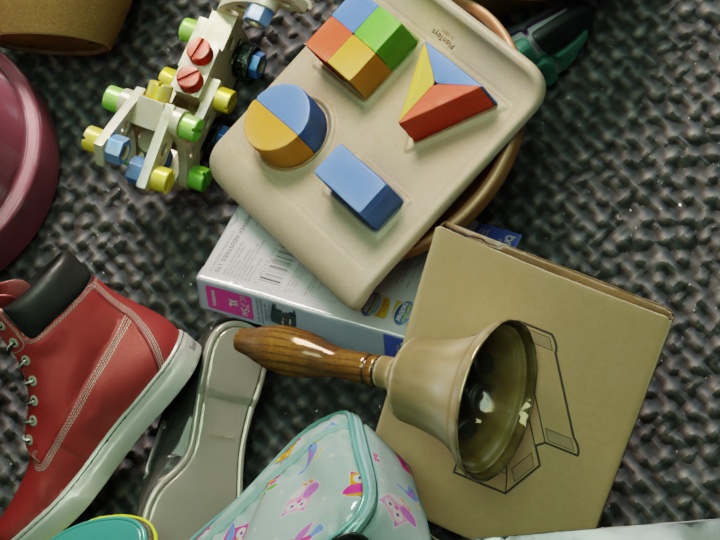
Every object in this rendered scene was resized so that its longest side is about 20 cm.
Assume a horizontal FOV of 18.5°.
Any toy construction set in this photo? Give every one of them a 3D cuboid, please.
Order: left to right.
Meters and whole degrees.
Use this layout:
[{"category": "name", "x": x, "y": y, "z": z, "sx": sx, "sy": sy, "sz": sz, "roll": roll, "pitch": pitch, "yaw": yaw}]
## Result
[{"category": "toy construction set", "x": -0.115, "y": -0.139, "z": 1.577, "sx": 0.092, "sy": 0.131, "sz": 0.200, "roll": 34, "pitch": 82, "yaw": 19}]

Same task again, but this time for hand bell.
[{"category": "hand bell", "x": 0.004, "y": 0.063, "z": 1.433, "sx": 0.199, "sy": 0.104, "sz": 0.105, "roll": 13, "pitch": 75, "yaw": 31}]

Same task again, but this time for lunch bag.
[{"category": "lunch bag", "x": -0.051, "y": 0.191, "z": 1.427, "sx": 0.200, "sy": 0.077, "sz": 0.161, "roll": -42, "pitch": 24, "yaw": 13}]

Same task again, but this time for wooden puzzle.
[{"category": "wooden puzzle", "x": 0.002, "y": -0.101, "z": 1.486, "sx": 0.200, "sy": 0.046, "sz": 0.185, "roll": -50, "pitch": 53, "yaw": 3}]

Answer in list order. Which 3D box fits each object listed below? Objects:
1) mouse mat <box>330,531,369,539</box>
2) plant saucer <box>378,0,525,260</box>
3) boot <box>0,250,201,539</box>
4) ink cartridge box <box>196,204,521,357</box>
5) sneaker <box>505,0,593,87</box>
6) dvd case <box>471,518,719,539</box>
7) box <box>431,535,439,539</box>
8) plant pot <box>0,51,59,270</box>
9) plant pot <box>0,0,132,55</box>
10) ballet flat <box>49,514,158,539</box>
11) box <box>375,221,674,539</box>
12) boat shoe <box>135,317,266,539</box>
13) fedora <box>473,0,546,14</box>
[{"category": "mouse mat", "x": 0.001, "y": 0.271, "z": 1.367, "sx": 0.161, "sy": 0.008, "sz": 0.200, "roll": -41, "pitch": 107, "yaw": 11}, {"category": "plant saucer", "x": 0.029, "y": -0.095, "z": 1.518, "sx": 0.199, "sy": 0.037, "sz": 0.201, "roll": -14, "pitch": 63, "yaw": 28}, {"category": "boot", "x": -0.223, "y": 0.089, "z": 1.514, "sx": 0.144, "sy": 0.072, "sz": 0.200, "roll": 35, "pitch": 98, "yaw": -14}, {"category": "ink cartridge box", "x": 0.000, "y": 0.000, "z": 1.535, "sx": 0.199, "sy": 0.042, "sz": 0.120, "roll": 14, "pitch": 51, "yaw": 18}, {"category": "sneaker", "x": 0.068, "y": -0.144, "z": 1.573, "sx": 0.200, "sy": 0.074, "sz": 0.088, "roll": -38, "pitch": 64, "yaw": -1}, {"category": "dvd case", "x": 0.174, "y": 0.236, "z": 1.405, "sx": 0.199, "sy": 0.016, "sz": 0.149, "roll": -6, "pitch": 73, "yaw": 7}, {"category": "box", "x": 0.051, "y": 0.270, "z": 1.453, "sx": 0.200, "sy": 0.049, "sz": 0.160, "roll": 31, "pitch": 82, "yaw": 19}, {"category": "plant pot", "x": -0.336, "y": -0.099, "z": 1.584, "sx": 0.199, "sy": 0.179, "sz": 0.201, "roll": -4, "pitch": 70, "yaw": 11}, {"category": "plant pot", "x": -0.222, "y": -0.265, "z": 1.630, "sx": 0.185, "sy": 0.186, "sz": 0.201, "roll": 2, "pitch": 85, "yaw": 13}, {"category": "ballet flat", "x": -0.211, "y": 0.224, "z": 1.503, "sx": 0.199, "sy": 0.067, "sz": 0.067, "roll": -27, "pitch": 52, "yaw": 15}, {"category": "box", "x": 0.098, "y": 0.087, "z": 1.450, "sx": 0.163, "sy": 0.021, "sz": 0.201, "roll": 21, "pitch": 113, "yaw": 11}, {"category": "boat shoe", "x": -0.113, "y": 0.131, "z": 1.537, "sx": 0.067, "sy": 0.057, "sz": 0.201, "roll": 21, "pitch": 79, "yaw": -19}, {"category": "fedora", "x": 0.093, "y": -0.241, "z": 1.580, "sx": 0.200, "sy": 0.082, "sz": 0.201, "roll": 4, "pitch": 53, "yaw": -5}]
